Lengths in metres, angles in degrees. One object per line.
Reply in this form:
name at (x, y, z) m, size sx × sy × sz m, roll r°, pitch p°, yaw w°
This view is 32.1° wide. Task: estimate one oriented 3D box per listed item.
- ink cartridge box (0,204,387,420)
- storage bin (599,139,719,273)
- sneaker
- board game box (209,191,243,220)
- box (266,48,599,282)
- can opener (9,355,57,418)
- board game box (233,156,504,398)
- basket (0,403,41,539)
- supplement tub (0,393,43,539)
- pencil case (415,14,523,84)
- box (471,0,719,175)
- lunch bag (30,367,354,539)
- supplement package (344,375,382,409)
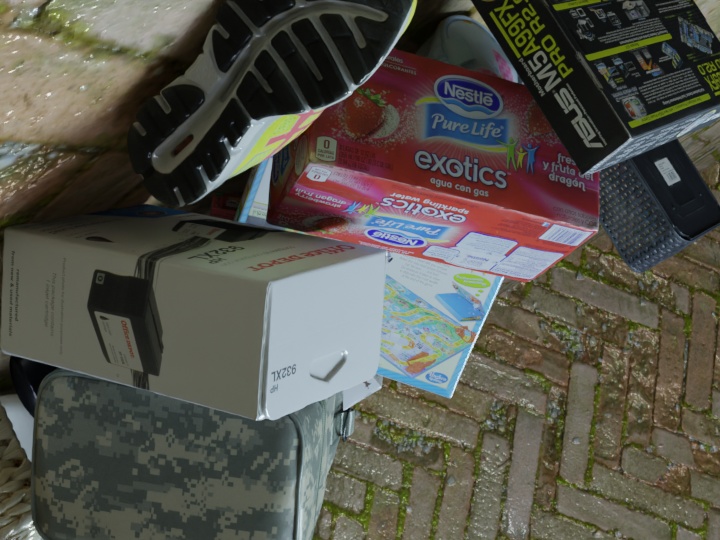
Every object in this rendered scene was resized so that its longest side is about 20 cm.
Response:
ink cartridge box at (-0.102, 0.019, 0.783) m, size 0.198 × 0.085 × 0.145 m, roll 11°, pitch -167°, yaw 28°
storage bin at (0.378, -0.115, 1.678) m, size 0.135 × 0.201 × 0.094 m, roll -22°, pitch 167°, yaw -46°
sneaker at (-0.042, -0.113, 0.683) m, size 0.199 × 0.079 × 0.090 m, roll -31°, pitch -179°, yaw 33°
board game box at (-0.022, -0.006, 0.966) m, size 0.197 × 0.020 × 0.103 m, roll 9°, pitch 142°, yaw -8°
box at (0.047, -0.069, 0.816) m, size 0.198 × 0.097 × 0.100 m, roll 12°, pitch 156°, yaw -16°
can opener at (-0.228, 0.103, 0.991) m, size 0.078 × 0.063 × 0.201 m, roll -37°, pitch 145°, yaw -24°
board game box at (0.000, 0.000, 0.915) m, size 0.034 × 0.198 × 0.136 m, roll -103°, pitch -145°, yaw -68°
basket at (-0.344, 0.172, 0.901) m, size 0.199 × 0.162 × 0.198 m, roll -28°, pitch 170°, yaw -31°
supplement tub at (-0.316, 0.196, 1.135) m, size 0.144 × 0.146 × 0.200 m, roll -28°, pitch 177°, yaw -24°
pencil case at (0.028, -0.101, 0.932) m, size 0.090 × 0.084 × 0.199 m, roll 19°, pitch 137°, yaw -39°
box at (0.165, -0.158, 0.831) m, size 0.044 × 0.161 × 0.199 m, roll -37°, pitch 171°, yaw 40°
lunch bag at (-0.114, 0.115, 0.870) m, size 0.197 × 0.141 × 0.168 m, roll 7°, pitch -168°, yaw 9°
supplement package at (-0.048, 0.058, 1.226) m, size 0.113 × 0.110 × 0.200 m, roll -34°, pitch -164°, yaw 14°
